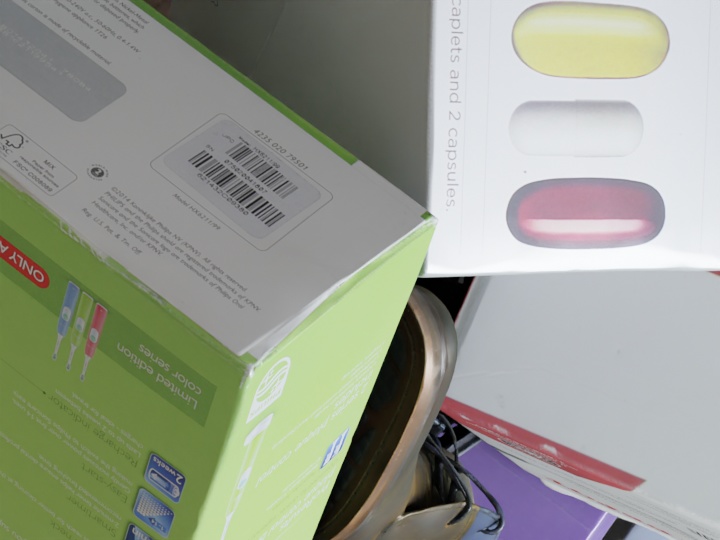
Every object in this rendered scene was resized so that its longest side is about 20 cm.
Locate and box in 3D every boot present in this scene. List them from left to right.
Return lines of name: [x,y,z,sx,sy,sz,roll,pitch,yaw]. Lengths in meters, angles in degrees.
boot: [0.005,0.054,0.839,0.097,0.075,0.200,-14,156,-33]

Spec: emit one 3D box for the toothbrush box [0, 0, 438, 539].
toothbrush box: [-0.082,0.030,0.752,0.086,0.145,0.200,-38,158,-42]

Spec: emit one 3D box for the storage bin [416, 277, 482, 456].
storage bin: [0.000,0.000,0.987,0.200,0.094,0.136,-28,135,-49]

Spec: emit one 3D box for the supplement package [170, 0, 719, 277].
supplement package: [0.027,-0.102,0.791,0.111,0.156,0.201,-1,94,-31]

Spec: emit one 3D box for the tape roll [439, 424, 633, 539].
tape roll: [0.085,0.088,1.164,0.200,0.085,0.200,-49,165,-18]

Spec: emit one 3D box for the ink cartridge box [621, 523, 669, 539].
ink cartridge box: [0.135,0.130,1.175,0.200,0.042,0.119,-52,165,-5]

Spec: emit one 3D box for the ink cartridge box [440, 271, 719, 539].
ink cartridge box: [0.120,0.050,0.945,0.083,0.146,0.200,-66,165,-5]
